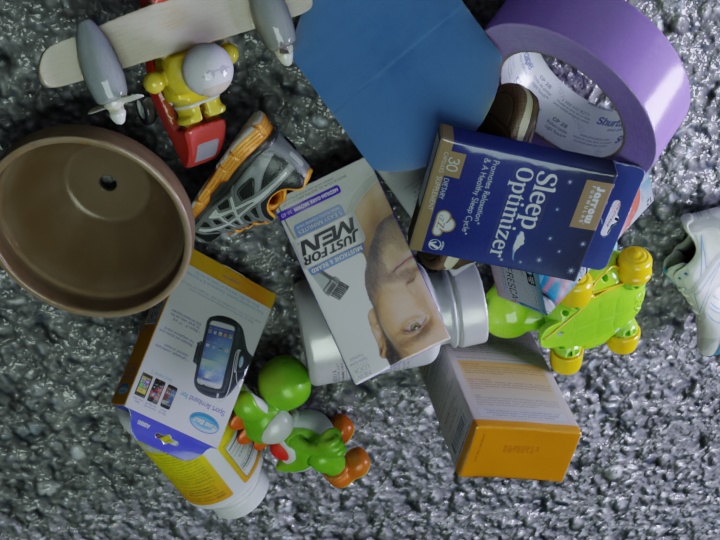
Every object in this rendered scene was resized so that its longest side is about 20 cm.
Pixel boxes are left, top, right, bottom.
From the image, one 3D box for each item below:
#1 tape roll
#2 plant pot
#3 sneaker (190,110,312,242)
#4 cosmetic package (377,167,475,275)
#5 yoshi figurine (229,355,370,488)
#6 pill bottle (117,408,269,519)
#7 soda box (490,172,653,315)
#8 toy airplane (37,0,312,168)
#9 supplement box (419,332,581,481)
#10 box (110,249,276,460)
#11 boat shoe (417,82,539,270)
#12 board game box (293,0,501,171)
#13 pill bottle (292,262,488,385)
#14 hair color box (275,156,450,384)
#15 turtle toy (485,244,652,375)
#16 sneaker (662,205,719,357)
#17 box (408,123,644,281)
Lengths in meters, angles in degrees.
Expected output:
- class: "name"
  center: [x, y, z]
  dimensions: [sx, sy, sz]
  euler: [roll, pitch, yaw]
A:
- class: "tape roll"
  center: [0.201, -0.173, 1.081]
  dimensions: [0.066, 0.199, 0.201]
  euler: [-51, 128, -18]
- class: "plant pot"
  center: [-0.250, -0.061, 1.115]
  dimensions: [0.198, 0.093, 0.203]
  euler: [3, 125, 4]
- class: "sneaker"
  center: [-0.113, -0.071, 1.119]
  dimensions: [0.077, 0.079, 0.200]
  euler: [34, 148, -10]
- class: "cosmetic package"
  center: [0.082, -0.101, 1.187]
  dimensions: [0.101, 0.072, 0.200]
  euler: [-32, 126, 9]
- class: "yoshi figurine"
  center: [-0.062, 0.162, 1.322]
  dimensions: [0.111, 0.113, 0.200]
  euler: [-7, 149, 38]
- class: "pill bottle"
  center: [-0.181, 0.193, 1.322]
  dimensions: [0.108, 0.110, 0.201]
  euler: [-25, 127, 7]
- class: "soda box"
  center: [0.218, -0.047, 1.198]
  dimensions: [0.200, 0.068, 0.064]
  euler: [-43, 133, -26]
- class: "toy airplane"
  center: [-0.152, -0.203, 1.013]
  dimensions: [0.198, 0.141, 0.201]
  euler: [29, 97, -42]
- class: "supplement box"
  center: [0.149, 0.140, 1.300]
  dimensions: [0.124, 0.201, 0.074]
  euler: [6, 122, -15]
- class: "box"
  center: [-0.175, 0.091, 1.215]
  dimensions: [0.118, 0.041, 0.202]
  euler: [30, 73, -30]
- class: "boat shoe"
  center: [0.124, -0.089, 1.126]
  dimensions: [0.074, 0.075, 0.204]
  euler: [3, 131, -35]
- class: "board game box"
  center: [0.037, -0.196, 1.088]
  dimensions: [0.157, 0.039, 0.201]
  euler: [-38, 86, 13]
- class: "pill bottle"
  center: [0.032, 0.051, 1.262]
  dimensions: [0.197, 0.115, 0.115]
  euler: [-10, 128, -5]
- class: "hair color box"
  center: [0.000, 0.000, 1.173]
  dimensions: [0.108, 0.065, 0.202]
  euler: [-25, 90, -3]
- class: "turtle toy"
  center: [0.229, 0.032, 1.293]
  dimensions: [0.198, 0.101, 0.147]
  euler: [-17, 135, -15]
- class: "sneaker"
  center: [0.391, 0.012, 1.352]
  dimensions: [0.085, 0.075, 0.202]
  euler: [-5, 120, 0]
- class: "box"
  center: [0.153, -0.057, 1.072]
  dimensions: [0.197, 0.033, 0.122]
  euler: [10, 125, -8]
